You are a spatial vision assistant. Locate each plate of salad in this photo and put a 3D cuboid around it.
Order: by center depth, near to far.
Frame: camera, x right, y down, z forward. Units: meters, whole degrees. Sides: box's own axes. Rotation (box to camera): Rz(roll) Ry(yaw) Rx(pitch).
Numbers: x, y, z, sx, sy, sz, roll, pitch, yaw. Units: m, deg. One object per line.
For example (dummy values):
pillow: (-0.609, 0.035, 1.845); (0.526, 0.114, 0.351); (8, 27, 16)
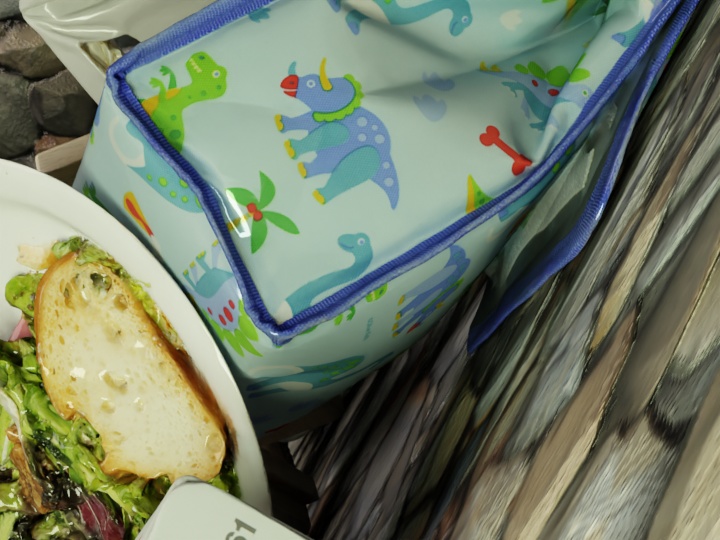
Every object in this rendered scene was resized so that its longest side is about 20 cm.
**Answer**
plate of salad: (-0.110, 0.060, 0.980); (0.048, 0.200, 0.200); (-30, -19, -43)

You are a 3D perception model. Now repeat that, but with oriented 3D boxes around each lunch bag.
lunch bag: (0.013, -0.037, 0.988); (0.200, 0.128, 0.170); (-31, -7, -20)

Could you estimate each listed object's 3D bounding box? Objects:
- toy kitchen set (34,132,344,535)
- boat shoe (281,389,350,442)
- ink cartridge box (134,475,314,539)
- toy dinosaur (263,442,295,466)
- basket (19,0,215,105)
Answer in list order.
toy kitchen set: (-0.003, 0.028, 1.224); (0.200, 0.180, 0.164); (39, -146, -65)
boat shoe: (0.000, 0.000, 1.374); (0.067, 0.073, 0.200); (-87, 13, -48)
ink cartridge box: (-0.067, 0.163, 0.847); (0.145, 0.084, 0.200); (-63, 3, -28)
toy dinosaur: (-0.042, 0.033, 1.525); (0.136, 0.086, 0.200); (-53, 11, 11)
basket: (-0.045, -0.133, 1.292); (0.123, 0.136, 0.200); (-41, 0, -25)
